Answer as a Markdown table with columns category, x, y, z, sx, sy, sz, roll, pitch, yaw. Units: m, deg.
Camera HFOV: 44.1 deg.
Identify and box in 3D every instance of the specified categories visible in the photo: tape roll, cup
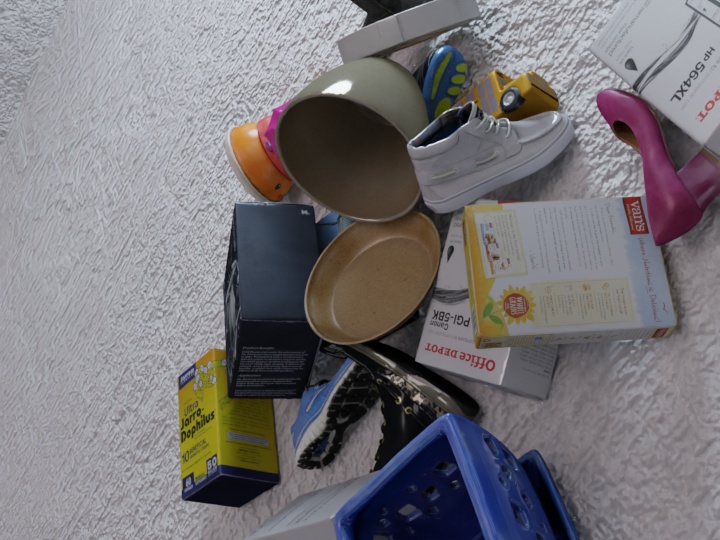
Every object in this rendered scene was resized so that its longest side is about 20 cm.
| category | x | y | z | sx | sy | sz | roll | pitch | yaw |
| --- | --- | --- | --- | --- | --- | --- | --- | --- | --- |
| tape roll | 0.064 | -0.323 | 1.194 | 0.200 | 0.201 | 0.038 | -7 | 106 | 49 |
| cup | 0.009 | -0.183 | 1.124 | 0.198 | 0.200 | 0.145 | -20 | 33 | 45 |

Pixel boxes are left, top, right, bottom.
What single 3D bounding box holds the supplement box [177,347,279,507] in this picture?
| category | x | y | z | sx | sy | sz | roll | pitch | yaw |
| --- | --- | --- | --- | --- | --- | --- | --- | --- | --- |
| supplement box | -0.204 | 0.240 | 1.355 | 0.108 | 0.108 | 0.204 | -37 | 49 | 35 |

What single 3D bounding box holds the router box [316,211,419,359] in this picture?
| category | x | y | z | sx | sy | sz | roll | pitch | yaw |
| --- | --- | --- | --- | --- | --- | --- | --- | --- | --- |
| router box | 0.000 | 0.000 | 1.237 | 0.149 | 0.061 | 0.204 | -33 | 52 | 40 |

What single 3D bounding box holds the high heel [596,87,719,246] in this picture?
| category | x | y | z | sx | sy | sz | roll | pitch | yaw |
| --- | --- | --- | --- | --- | --- | --- | --- | --- | --- |
| high heel | 0.283 | -0.111 | 0.915 | 0.096 | 0.067 | 0.201 | -42 | 50 | 8 |

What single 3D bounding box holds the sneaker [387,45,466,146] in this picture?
| category | x | y | z | sx | sy | sz | roll | pitch | yaw |
| --- | --- | --- | --- | --- | --- | --- | --- | --- | --- |
| sneaker | 0.082 | -0.214 | 1.232 | 0.203 | 0.070 | 0.083 | -64 | 19 | 12 |

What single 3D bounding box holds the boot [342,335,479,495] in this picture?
| category | x | y | z | sx | sy | sz | roll | pitch | yaw |
| --- | --- | --- | --- | --- | --- | --- | --- | --- | --- |
| boot | 0.034 | 0.183 | 1.087 | 0.201 | 0.073 | 0.157 | 29 | 100 | 32 |

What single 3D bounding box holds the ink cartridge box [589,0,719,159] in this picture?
| category | x | y | z | sx | sy | sz | roll | pitch | yaw |
| --- | --- | --- | --- | --- | --- | --- | --- | --- | --- |
| ink cartridge box | 0.345 | -0.219 | 0.882 | 0.147 | 0.083 | 0.201 | -55 | 40 | 21 |

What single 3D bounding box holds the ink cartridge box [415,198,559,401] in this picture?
| category | x | y | z | sx | sy | sz | roll | pitch | yaw |
| --- | --- | --- | --- | --- | --- | --- | --- | --- | --- |
| ink cartridge box | 0.158 | 0.029 | 1.013 | 0.145 | 0.082 | 0.205 | 9 | 82 | 51 |

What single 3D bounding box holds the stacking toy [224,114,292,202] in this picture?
| category | x | y | z | sx | sy | sz | roll | pitch | yaw |
| --- | --- | --- | --- | --- | --- | --- | --- | --- | --- |
| stacking toy | -0.108 | -0.211 | 1.428 | 0.198 | 0.146 | 0.148 | -31 | 51 | 20 |

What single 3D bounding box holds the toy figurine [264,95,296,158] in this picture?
| category | x | y | z | sx | sy | sz | roll | pitch | yaw |
| --- | --- | --- | --- | --- | --- | --- | --- | --- | --- |
| toy figurine | -0.065 | -0.179 | 1.294 | 0.198 | 0.182 | 0.154 | -16 | 63 | 47 |

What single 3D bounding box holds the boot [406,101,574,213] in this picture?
| category | x | y | z | sx | sy | sz | roll | pitch | yaw |
| --- | --- | --- | --- | --- | --- | --- | --- | --- | --- |
| boot | 0.150 | -0.152 | 1.019 | 0.197 | 0.097 | 0.074 | -30 | 34 | -5 |

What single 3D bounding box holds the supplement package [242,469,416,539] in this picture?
| category | x | y | z | sx | sy | sz | roll | pitch | yaw |
| --- | --- | --- | --- | --- | --- | --- | --- | --- | --- |
| supplement package | -0.027 | 0.329 | 1.047 | 0.199 | 0.119 | 0.123 | -29 | 88 | 46 |

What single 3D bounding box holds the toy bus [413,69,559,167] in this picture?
| category | x | y | z | sx | sy | sz | roll | pitch | yaw |
| --- | --- | --- | --- | --- | --- | --- | --- | --- | --- |
| toy bus | 0.153 | -0.180 | 1.121 | 0.199 | 0.064 | 0.080 | -39 | 46 | 36 |

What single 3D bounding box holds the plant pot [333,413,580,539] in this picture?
| category | x | y | z | sx | sy | sz | roll | pitch | yaw |
| --- | --- | --- | --- | --- | --- | --- | --- | --- | --- |
| plant pot | 0.112 | 0.290 | 0.886 | 0.200 | 0.177 | 0.203 | -46 | 45 | 28 |

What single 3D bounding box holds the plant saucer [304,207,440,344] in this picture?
| category | x | y | z | sx | sy | sz | roll | pitch | yaw |
| --- | --- | --- | --- | --- | --- | --- | --- | --- | --- |
| plant saucer | 0.020 | 0.013 | 1.111 | 0.197 | 0.035 | 0.203 | -22 | 45 | 23 |

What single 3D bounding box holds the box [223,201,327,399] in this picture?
| category | x | y | z | sx | sy | sz | roll | pitch | yaw |
| --- | --- | --- | --- | --- | --- | --- | --- | --- | --- |
| box | -0.127 | 0.045 | 1.260 | 0.198 | 0.121 | 0.203 | 110 | 157 | -49 |

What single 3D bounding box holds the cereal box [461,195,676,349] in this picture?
| category | x | y | z | sx | sy | sz | roll | pitch | yaw |
| --- | --- | --- | --- | --- | --- | --- | --- | --- | --- |
| cereal box | 0.206 | 0.001 | 0.898 | 0.040 | 0.195 | 0.147 | 89 | 178 | -65 |

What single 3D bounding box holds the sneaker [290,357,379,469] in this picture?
| category | x | y | z | sx | sy | sz | roll | pitch | yaw |
| --- | --- | --- | --- | --- | --- | --- | --- | --- | --- |
| sneaker | -0.042 | 0.172 | 1.208 | 0.202 | 0.078 | 0.090 | -55 | 43 | 21 |

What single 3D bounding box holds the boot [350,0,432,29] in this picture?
| category | x | y | z | sx | sy | sz | roll | pitch | yaw |
| --- | --- | --- | --- | --- | --- | --- | --- | --- | --- |
| boot | -0.012 | -0.406 | 1.306 | 0.181 | 0.197 | 0.074 | -41 | 46 | 32 |
